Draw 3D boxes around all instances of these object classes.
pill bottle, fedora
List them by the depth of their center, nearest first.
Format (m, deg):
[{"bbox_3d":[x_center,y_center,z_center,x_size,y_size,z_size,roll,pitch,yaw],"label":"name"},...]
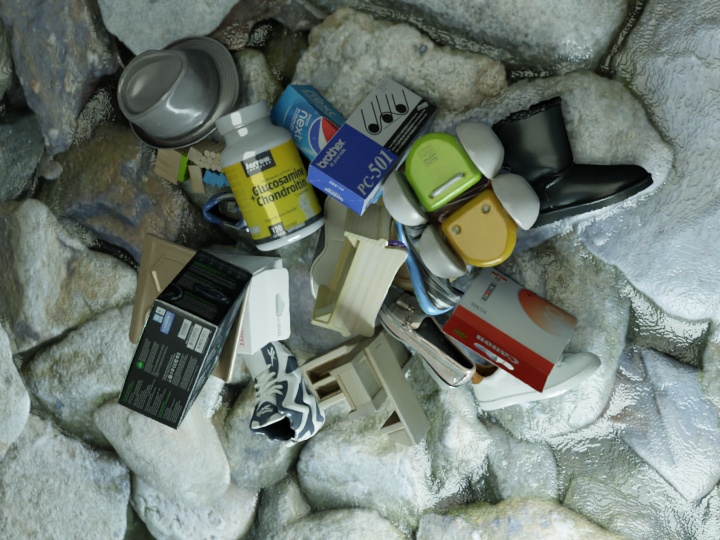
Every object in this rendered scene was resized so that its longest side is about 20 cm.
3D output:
[{"bbox_3d":[-0.137,-0.139,1.329,0.111,0.112,0.201,-18,102,23],"label":"pill bottle"},{"bbox_3d":[-0.294,-0.281,1.394,0.199,0.090,0.178,-20,75,21],"label":"fedora"}]

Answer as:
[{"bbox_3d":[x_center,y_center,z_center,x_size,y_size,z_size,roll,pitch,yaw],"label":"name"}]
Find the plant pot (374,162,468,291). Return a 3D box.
[{"bbox_3d":[0.079,-0.062,1.382,0.198,0.027,0.202,5,106,18],"label":"plant pot"}]

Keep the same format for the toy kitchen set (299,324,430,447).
[{"bbox_3d":[-0.010,0.207,1.393,0.180,0.200,0.164,-27,94,24],"label":"toy kitchen set"}]

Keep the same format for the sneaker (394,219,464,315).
[{"bbox_3d":[0.100,-0.037,1.338,0.082,0.071,0.201,-19,96,4],"label":"sneaker"}]

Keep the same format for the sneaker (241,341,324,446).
[{"bbox_3d":[-0.148,0.200,1.481,0.079,0.130,0.200,-28,94,24],"label":"sneaker"}]

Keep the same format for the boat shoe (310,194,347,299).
[{"bbox_3d":[-0.036,-0.044,1.416,0.066,0.057,0.201,12,121,3],"label":"boat shoe"}]

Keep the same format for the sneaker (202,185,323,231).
[{"bbox_3d":[-0.157,-0.088,1.429,0.198,0.085,0.078,2,105,19],"label":"sneaker"}]

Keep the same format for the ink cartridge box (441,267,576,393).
[{"bbox_3d":[0.211,0.075,1.275,0.162,0.200,0.050,32,113,9],"label":"ink cartridge box"}]

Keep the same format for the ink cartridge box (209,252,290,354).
[{"bbox_3d":[-0.215,0.050,1.467,0.198,0.125,0.130,3,106,20],"label":"ink cartridge box"}]

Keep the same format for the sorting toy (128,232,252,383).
[{"bbox_3d":[-0.261,0.056,1.401,0.199,0.036,0.187,21,110,18],"label":"sorting toy"}]

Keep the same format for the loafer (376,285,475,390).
[{"bbox_3d":[0.098,0.091,1.383,0.200,0.072,0.063,48,141,3],"label":"loafer"}]

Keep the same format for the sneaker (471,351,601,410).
[{"bbox_3d":[0.252,0.144,1.349,0.199,0.073,0.085,-21,99,25],"label":"sneaker"}]

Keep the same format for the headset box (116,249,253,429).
[{"bbox_3d":[-0.239,0.088,1.274,0.092,0.200,0.175,25,114,-1],"label":"headset box"}]

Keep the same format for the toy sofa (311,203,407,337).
[{"bbox_3d":[0.000,0.000,1.342,0.097,0.083,0.201,15,130,-7],"label":"toy sofa"}]

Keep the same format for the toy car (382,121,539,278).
[{"bbox_3d":[0.142,-0.102,1.261,0.175,0.150,0.201,-35,93,19],"label":"toy car"}]

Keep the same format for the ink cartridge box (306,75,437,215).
[{"bbox_3d":[0.018,-0.179,1.287,0.094,0.200,0.044,33,152,8],"label":"ink cartridge box"}]

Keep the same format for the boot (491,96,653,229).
[{"bbox_3d":[0.283,-0.158,1.256,0.197,0.073,0.164,-17,99,28],"label":"boot"}]

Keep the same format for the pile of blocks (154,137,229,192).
[{"bbox_3d":[-0.233,-0.172,1.452,0.198,0.062,0.083,7,118,27],"label":"pile of blocks"}]

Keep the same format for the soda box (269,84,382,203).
[{"bbox_3d":[-0.041,-0.187,1.354,0.200,0.068,0.064,45,115,13],"label":"soda box"}]
